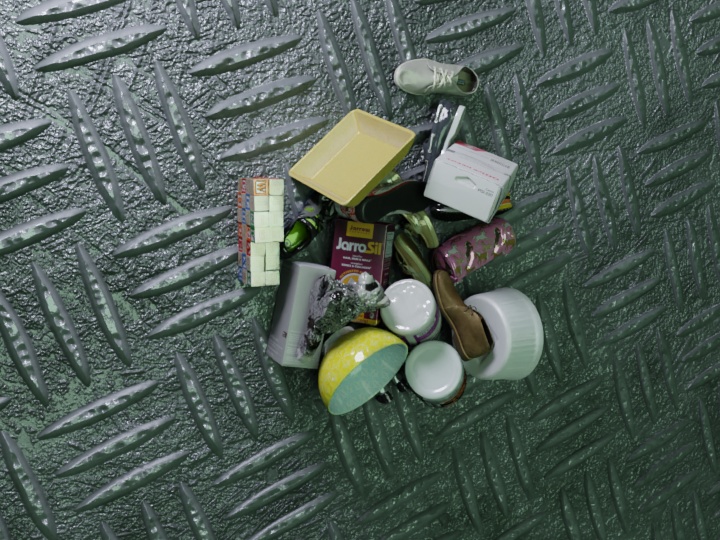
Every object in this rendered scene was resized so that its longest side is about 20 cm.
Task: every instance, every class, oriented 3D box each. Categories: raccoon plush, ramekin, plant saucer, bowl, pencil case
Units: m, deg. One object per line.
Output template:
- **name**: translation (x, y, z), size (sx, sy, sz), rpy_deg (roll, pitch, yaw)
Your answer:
- **raccoon plush**: translation (-0.033, 0.089, 1.478), size (0.133, 0.097, 0.201), rpy_deg (14, 121, -27)
- **ramekin**: translation (0.287, 0.140, 1.667), size (0.097, 0.200, 0.203), rpy_deg (-3, 99, -37)
- **plant saucer**: translation (-0.012, -0.210, 1.500), size (0.200, 0.199, 0.049), rpy_deg (-45, 134, -12)
- **bowl**: translation (-0.015, 0.176, 1.519), size (0.199, 0.108, 0.201), rpy_deg (-33, 153, -20)
- **pencil case**: translation (0.248, -0.046, 1.684), size (0.199, 0.083, 0.087), rpy_deg (-29, 126, -28)

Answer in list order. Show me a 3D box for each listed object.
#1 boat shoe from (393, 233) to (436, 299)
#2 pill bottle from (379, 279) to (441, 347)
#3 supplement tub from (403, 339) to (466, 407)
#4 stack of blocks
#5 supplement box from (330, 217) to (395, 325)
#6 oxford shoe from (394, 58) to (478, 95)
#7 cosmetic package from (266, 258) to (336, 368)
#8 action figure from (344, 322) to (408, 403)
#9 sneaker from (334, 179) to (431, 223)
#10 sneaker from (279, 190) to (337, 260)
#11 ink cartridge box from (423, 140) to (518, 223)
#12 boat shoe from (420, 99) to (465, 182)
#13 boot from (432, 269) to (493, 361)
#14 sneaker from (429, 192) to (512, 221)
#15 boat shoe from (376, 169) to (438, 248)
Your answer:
- **boat shoe**: translation (0.112, 0.002, 1.623), size (0.063, 0.074, 0.201), rpy_deg (-29, 137, 8)
- **pill bottle**: translation (0.108, 0.094, 1.586), size (0.111, 0.200, 0.114), rpy_deg (-3, 74, 10)
- **supplement tub**: translation (0.161, 0.221, 1.624), size (0.121, 0.200, 0.124), rpy_deg (-3, 75, 10)
- **stack of blocks**: translation (-0.190, -0.074, 1.469), size (0.058, 0.115, 0.203), rpy_deg (-3, 99, -24)
- **supplement box**: translation (0.000, 0.000, 1.560), size (0.109, 0.086, 0.203), rpy_deg (7, 96, 12)
- **oxford shoe**: translation (0.164, -0.402, 1.619), size (0.198, 0.058, 0.076), rpy_deg (0, 100, -23)
- **cosmetic package**: translation (-0.118, 0.083, 1.531), size (0.089, 0.107, 0.203), rpy_deg (6, 93, -25)
- **action figure**: translation (0.020, 0.185, 1.635), size (0.130, 0.069, 0.201), rpy_deg (-34, 107, -9)
- **sneaker**: translation (0.044, -0.145, 1.547), size (0.200, 0.107, 0.068), rpy_deg (-20, 114, -37)
- **sneaker**: translation (-0.095, -0.094, 1.528), size (0.200, 0.083, 0.071), rpy_deg (-47, 113, -14)
- **ink cartridge box**: translation (0.226, -0.183, 1.562), size (0.144, 0.200, 0.086), rpy_deg (24, 114, 11)
- **boat shoe**: translation (0.161, -0.259, 1.637), size (0.060, 0.076, 0.202), rpy_deg (23, 98, 12)
- **boot**: translation (0.214, 0.084, 1.609), size (0.073, 0.075, 0.202), rpy_deg (-27, 94, -54)
- **sneaker**: translation (0.235, -0.161, 1.690), size (0.198, 0.070, 0.091), rpy_deg (-6, 80, -21)
- **boat shoe**: translation (0.092, -0.122, 1.623), size (0.062, 0.073, 0.201), rpy_deg (-37, 100, -8)
